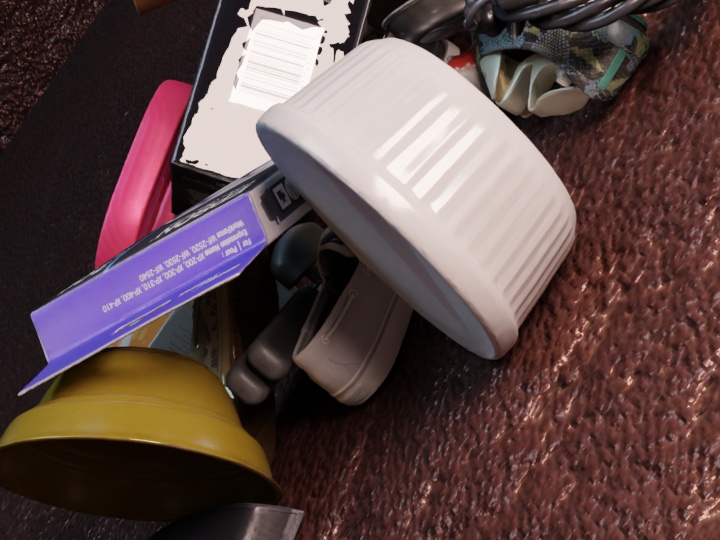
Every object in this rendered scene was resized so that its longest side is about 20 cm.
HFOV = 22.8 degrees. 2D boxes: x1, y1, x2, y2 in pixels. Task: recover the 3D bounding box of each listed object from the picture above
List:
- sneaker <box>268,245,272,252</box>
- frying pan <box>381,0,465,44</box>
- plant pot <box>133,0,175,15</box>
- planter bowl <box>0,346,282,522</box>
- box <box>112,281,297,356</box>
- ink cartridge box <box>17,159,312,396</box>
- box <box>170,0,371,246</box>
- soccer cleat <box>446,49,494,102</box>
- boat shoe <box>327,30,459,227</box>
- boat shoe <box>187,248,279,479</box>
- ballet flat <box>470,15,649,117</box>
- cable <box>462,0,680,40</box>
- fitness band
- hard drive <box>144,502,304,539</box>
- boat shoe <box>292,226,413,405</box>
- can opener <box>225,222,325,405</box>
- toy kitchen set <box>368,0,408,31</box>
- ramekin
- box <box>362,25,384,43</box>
[{"bbox_3d":[-0.114,-0.003,1.536,0.077,0.078,0.201,23,84,58],"label":"sneaker"},{"bbox_3d":[0.093,-0.195,1.267,0.115,0.031,0.190,-26,-4,42],"label":"frying pan"},{"bbox_3d":[-0.109,-0.322,1.459,0.199,0.187,0.187,-14,23,-3],"label":"plant pot"},{"bbox_3d":[-0.148,0.104,1.197,0.200,0.199,0.084,-28,51,54],"label":"planter bowl"},{"bbox_3d":[-0.141,0.073,1.423,0.201,0.097,0.124,-55,19,3],"label":"box"},{"bbox_3d":[-0.118,-0.009,1.172,0.198,0.044,0.200,-28,10,29],"label":"ink cartridge box"},{"bbox_3d":[-0.072,-0.138,1.429,0.200,0.117,0.198,119,167,-79],"label":"box"},{"bbox_3d":[0.066,-0.084,1.242,0.085,0.069,0.200,9,43,30],"label":"soccer cleat"},{"bbox_3d":[0.011,-0.113,1.413,0.076,0.060,0.201,-25,36,56],"label":"boat shoe"},{"bbox_3d":[-0.102,0.052,1.297,0.062,0.073,0.201,-11,66,26],"label":"boat shoe"},{"bbox_3d":[0.118,-0.135,1.187,0.074,0.074,0.200,-59,17,-9],"label":"ballet flat"},{"bbox_3d":[0.154,-0.198,1.120,0.162,0.051,0.200,-9,20,26],"label":"cable"},{"bbox_3d":[-0.177,-0.063,1.494,0.144,0.037,0.201,94,-168,-69],"label":"fitness band"},{"bbox_3d":[-0.120,0.225,1.212,0.200,0.042,0.135,-28,33,54],"label":"hard drive"},{"bbox_3d":[0.000,0.000,1.245,0.072,0.068,0.201,-31,32,51],"label":"boat shoe"},{"bbox_3d":[-0.054,0.031,1.282,0.053,0.066,0.200,-50,6,27],"label":"can opener"},{"bbox_3d":[0.019,-0.321,1.531,0.200,0.180,0.163,-47,17,23],"label":"toy kitchen set"},{"bbox_3d":[0.040,-0.048,1.054,0.094,0.202,0.202,-45,18,-6],"label":"ramekin"},{"bbox_3d":[0.011,-0.189,1.570,0.039,0.041,0.200,-55,18,3],"label":"box"}]
